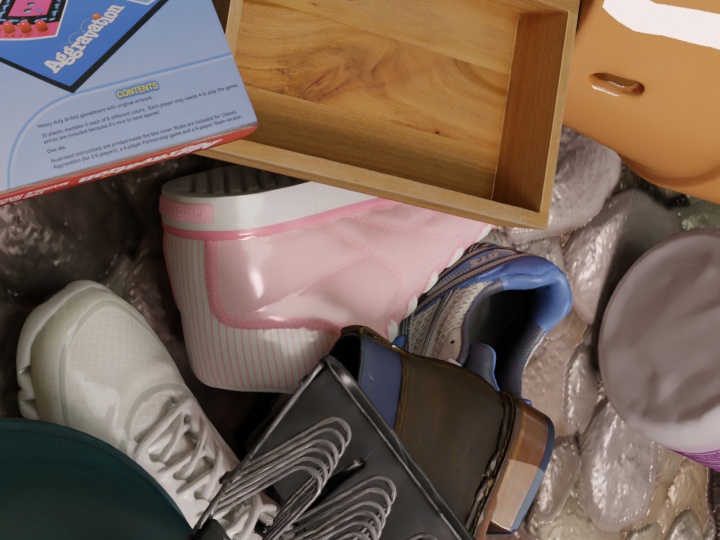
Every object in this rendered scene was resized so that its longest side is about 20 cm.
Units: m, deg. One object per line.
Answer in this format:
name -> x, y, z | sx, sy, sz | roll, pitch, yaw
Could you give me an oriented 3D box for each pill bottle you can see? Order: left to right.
pill bottle -> 0.221, 0.060, 1.255 | 0.200, 0.112, 0.113 | 25, 76, -44

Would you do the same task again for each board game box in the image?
board game box -> -0.137, -0.071, 0.822 | 0.200, 0.019, 0.103 | -18, 85, -33

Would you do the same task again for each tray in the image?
tray -> 0.007, -0.080, 0.968 | 0.200, 0.037, 0.099 | 11, 86, -46

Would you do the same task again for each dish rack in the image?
dish rack -> 0.005, 0.118, 0.842 | 0.153, 0.055, 0.200 | 52, 9, -2

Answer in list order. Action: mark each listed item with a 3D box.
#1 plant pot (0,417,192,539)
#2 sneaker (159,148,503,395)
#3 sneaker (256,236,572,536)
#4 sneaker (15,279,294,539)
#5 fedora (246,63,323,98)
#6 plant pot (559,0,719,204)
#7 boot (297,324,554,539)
plant pot -> -0.103, 0.173, 0.844 | 0.200, 0.188, 0.200 | -9, 108, -28
sneaker -> 0.000, 0.000, 1.055 | 0.200, 0.075, 0.105 | -14, 105, -41
sneaker -> 0.025, 0.060, 1.075 | 0.077, 0.085, 0.200 | 53, 59, -34
sneaker -> -0.070, 0.089, 0.988 | 0.075, 0.081, 0.200 | -44, 121, -32
fedora -> -0.070, -0.147, 0.966 | 0.200, 0.082, 0.201 | -6, 99, -47
plant pot -> 0.134, -0.137, 1.109 | 0.140, 0.200, 0.201 | 9, 87, -29
boot -> -0.003, 0.120, 0.976 | 0.097, 0.075, 0.200 | 35, 63, -20
